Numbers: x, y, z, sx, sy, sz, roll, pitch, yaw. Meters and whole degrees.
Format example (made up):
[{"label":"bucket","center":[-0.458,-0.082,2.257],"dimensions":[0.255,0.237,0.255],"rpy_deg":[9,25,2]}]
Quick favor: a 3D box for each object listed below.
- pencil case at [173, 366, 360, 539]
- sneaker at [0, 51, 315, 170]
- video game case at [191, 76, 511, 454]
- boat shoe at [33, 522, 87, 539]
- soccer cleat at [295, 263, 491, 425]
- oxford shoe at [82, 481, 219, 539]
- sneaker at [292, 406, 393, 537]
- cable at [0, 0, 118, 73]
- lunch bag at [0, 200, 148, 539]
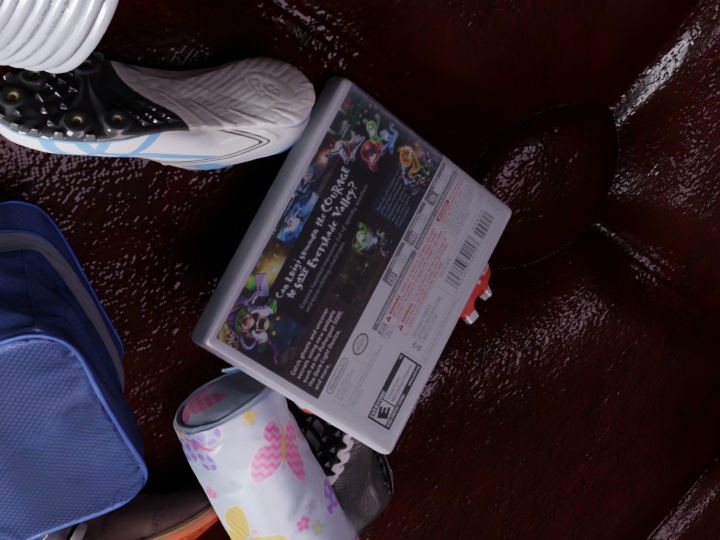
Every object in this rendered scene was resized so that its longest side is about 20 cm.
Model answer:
[{"label":"pencil case","center":[-0.058,0.167,1.091],"dimensions":[0.091,0.083,0.200],"rpy_deg":[-47,118,-44]},{"label":"sneaker","center":[-0.123,-0.088,0.900],"dimensions":[0.200,0.072,0.073],"rpy_deg":[-4,146,-28]},{"label":"video game case","center":[0.000,0.000,1.021],"dimensions":[0.182,0.023,0.200],"rpy_deg":[35,78,-36]},{"label":"boat shoe","center":[-0.258,0.197,0.981],"dimensions":[0.200,0.073,0.063],"rpy_deg":[-30,112,36]},{"label":"soccer cleat","center":[0.018,0.032,1.106],"dimensions":[0.200,0.085,0.069],"rpy_deg":[-36,-178,-30]},{"label":"oxford shoe","center":[-0.166,0.180,1.087],"dimensions":[0.200,0.073,0.071],"rpy_deg":[-22,163,-49]},{"label":"sneaker","center":[-0.011,0.152,1.185],"dimensions":[0.090,0.066,0.200],"rpy_deg":[-13,134,-32]},{"label":"cable","center":[-0.158,-0.192,0.687],"dimensions":[0.069,0.200,0.200],"rpy_deg":[2,124,-32]},{"label":"lunch bag","center":[-0.220,0.055,0.898],"dimensions":[0.136,0.132,0.200],"rpy_deg":[-19,137,-2]}]
